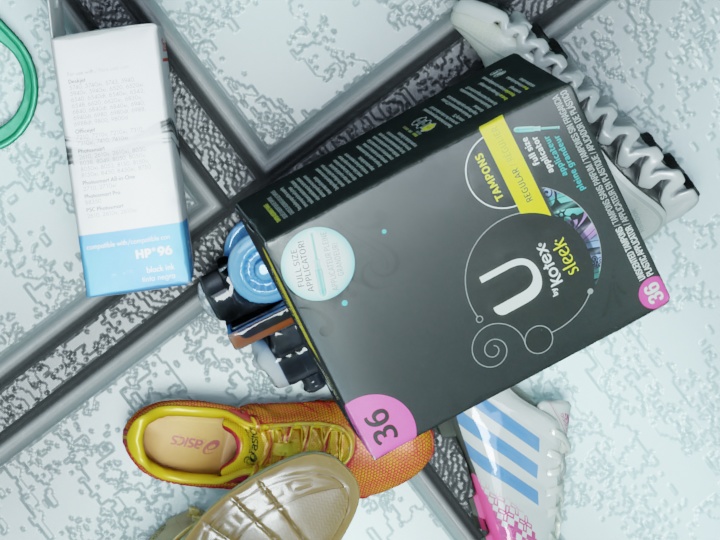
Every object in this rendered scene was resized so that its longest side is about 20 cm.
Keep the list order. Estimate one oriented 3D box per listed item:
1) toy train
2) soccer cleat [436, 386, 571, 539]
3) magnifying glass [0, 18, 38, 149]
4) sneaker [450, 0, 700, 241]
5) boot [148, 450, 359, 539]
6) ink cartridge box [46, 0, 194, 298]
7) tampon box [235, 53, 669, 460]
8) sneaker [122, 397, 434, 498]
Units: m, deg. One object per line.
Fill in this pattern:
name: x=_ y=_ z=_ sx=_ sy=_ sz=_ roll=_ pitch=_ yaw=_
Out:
toy train: x=0.000 y=0.000 z=1.607 sx=0.199 sy=0.087 sz=0.115 roll=-26 pitch=101 yaw=0
soccer cleat: x=0.106 y=0.131 z=1.627 sx=0.086 sy=0.070 sz=0.201 roll=-21 pitch=95 yaw=0
magnifying glass: x=-0.262 y=-0.172 z=1.614 sx=0.079 sy=0.022 sz=0.201 roll=-17 pitch=97 yaw=-1
sneaker: x=0.123 y=-0.092 z=1.613 sx=0.081 sy=0.075 sz=0.200 roll=-44 pitch=95 yaw=10
boot: x=-0.080 y=0.172 z=1.579 sx=0.073 sy=0.155 sz=0.200 roll=43 pitch=98 yaw=-6
ink cartridge box: x=-0.148 y=-0.091 z=1.575 sx=0.068 sy=0.116 sz=0.201 roll=-8 pitch=96 yaw=-3
tampon box: x=0.052 y=-0.011 z=1.505 sx=0.200 sy=0.126 sz=0.150 roll=-29 pitch=106 yaw=-4
sneaker: x=-0.051 y=0.117 z=1.617 sx=0.199 sy=0.077 sz=0.073 roll=-1 pitch=93 yaw=-4
